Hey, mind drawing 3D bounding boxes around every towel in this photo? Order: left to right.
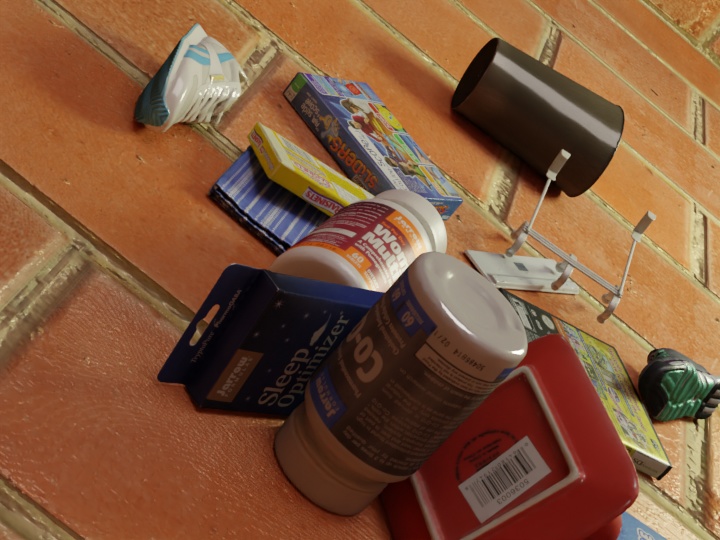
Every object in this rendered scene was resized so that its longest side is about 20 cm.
[{"bbox_3d":[-0.050,-0.041,1.598,0.200,0.024,0.145,39,23,-4],"label":"towel"}]

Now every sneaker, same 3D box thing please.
[{"bbox_3d":[-0.162,-0.181,1.607,0.081,0.077,0.200,39,26,-9],"label":"sneaker"},{"bbox_3d":[0.347,0.124,1.873,0.087,0.075,0.200,39,10,32],"label":"sneaker"}]

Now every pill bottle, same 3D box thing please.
[{"bbox_3d":[0.000,0.000,1.466,0.110,0.110,0.200,43,33,5],"label":"pill bottle"},{"bbox_3d":[0.027,0.092,1.272,0.113,0.200,0.114,33,24,-17],"label":"pill bottle"}]

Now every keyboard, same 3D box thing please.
[{"bbox_3d":[0.191,0.002,1.902,0.199,0.011,0.056,5,37,-53],"label":"keyboard"}]

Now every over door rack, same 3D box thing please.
[{"bbox_3d":[0.262,-0.035,1.958,0.147,0.067,0.200,35,42,-2],"label":"over door rack"}]

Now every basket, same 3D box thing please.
[{"bbox_3d":[0.233,-0.211,2.180,0.199,0.136,0.181,31,22,-13],"label":"basket"}]

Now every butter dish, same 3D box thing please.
[{"bbox_3d":[0.132,0.189,1.331,0.148,0.199,0.200,52,11,-41],"label":"butter dish"}]

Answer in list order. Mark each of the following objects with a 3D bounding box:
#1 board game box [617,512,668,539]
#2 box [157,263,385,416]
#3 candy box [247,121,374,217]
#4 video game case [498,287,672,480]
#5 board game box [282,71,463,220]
[{"bbox_3d":[0.292,0.327,1.460,0.198,0.043,0.200,33,26,-14],"label":"board game box"},{"bbox_3d":[-0.057,0.061,1.295,0.199,0.121,0.032,12,30,-47],"label":"box"},{"bbox_3d":[-0.023,-0.075,1.659,0.199,0.026,0.102,32,17,-30],"label":"candy box"},{"bbox_3d":[0.234,0.120,1.746,0.180,0.026,0.201,26,27,-29],"label":"video game case"},{"bbox_3d":[0.015,-0.140,1.845,0.135,0.035,0.200,1,45,-54],"label":"board game box"}]
